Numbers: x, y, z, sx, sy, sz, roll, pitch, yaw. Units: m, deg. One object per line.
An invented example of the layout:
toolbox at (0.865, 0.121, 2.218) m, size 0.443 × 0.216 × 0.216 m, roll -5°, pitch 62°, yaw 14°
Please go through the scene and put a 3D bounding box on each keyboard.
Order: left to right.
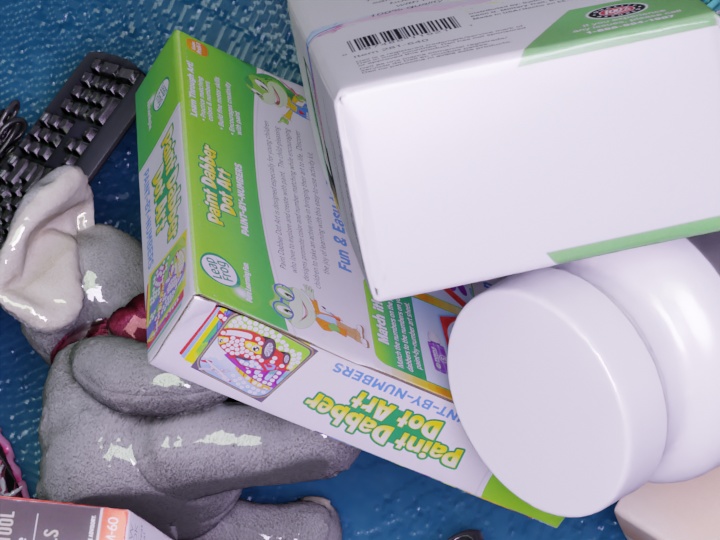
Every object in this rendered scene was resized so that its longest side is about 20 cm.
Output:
keyboard at (-0.180, -0.023, 1.221) m, size 0.201 × 0.021 × 0.127 m, roll -54°, pitch 29°, yaw -12°

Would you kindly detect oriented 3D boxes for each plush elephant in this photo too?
plush elephant at (-0.096, 0.044, 1.154) m, size 0.198 × 0.165 × 0.156 m, roll -2°, pitch 62°, yaw 1°

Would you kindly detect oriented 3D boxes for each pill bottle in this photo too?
pill bottle at (0.135, 0.016, 1.029) m, size 0.199 × 0.116 × 0.116 m, roll -28°, pitch 66°, yaw -38°

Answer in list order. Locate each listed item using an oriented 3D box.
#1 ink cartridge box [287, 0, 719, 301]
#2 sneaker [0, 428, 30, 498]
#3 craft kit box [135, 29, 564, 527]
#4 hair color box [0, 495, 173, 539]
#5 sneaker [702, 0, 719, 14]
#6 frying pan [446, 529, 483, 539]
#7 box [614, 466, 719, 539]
ink cartridge box at (0.055, -0.068, 1.004) m, size 0.144 × 0.200 × 0.085 m, roll -12°, pitch 108°, yaw -3°
sneaker at (-0.192, 0.116, 1.193) m, size 0.079 × 0.095 × 0.200 m, roll -44°, pitch 70°, yaw 0°
craft kit box at (0.000, 0.000, 1.096) m, size 0.049 × 0.197 × 0.201 m, roll -52°, pitch 26°, yaw 27°
hair color box at (-0.104, 0.169, 1.072) m, size 0.063 × 0.200 × 0.112 m, roll 3°, pitch 75°, yaw 14°
sneaker at (0.147, -0.129, 1.158) m, size 0.199 × 0.080 × 0.078 m, roll 3°, pitch 99°, yaw -23°
frying pan at (-0.035, 0.180, 1.173) m, size 0.114 × 0.031 × 0.191 m, roll 27°, pitch 80°, yaw 16°
box at (0.218, 0.127, 1.106) m, size 0.199 × 0.078 × 0.095 m, roll 31°, pitch 82°, yaw 18°
